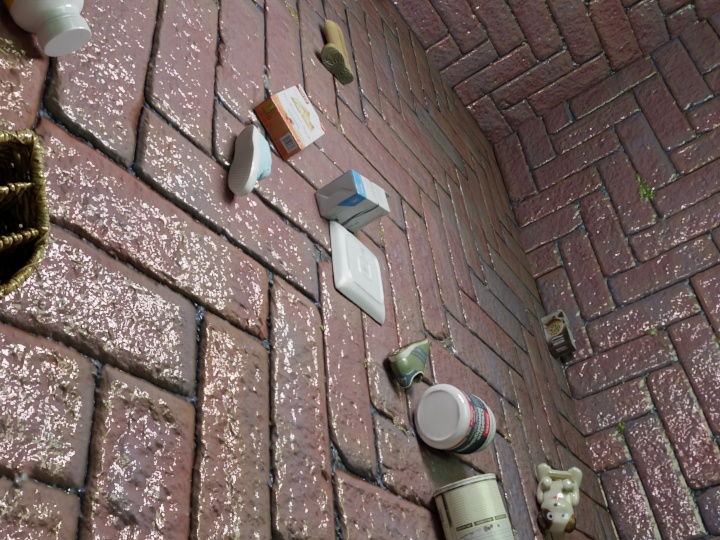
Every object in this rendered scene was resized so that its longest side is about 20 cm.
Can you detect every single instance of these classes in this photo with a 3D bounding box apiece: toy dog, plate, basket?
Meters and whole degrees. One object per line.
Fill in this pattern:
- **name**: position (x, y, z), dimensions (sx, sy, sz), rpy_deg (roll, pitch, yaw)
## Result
- **toy dog**: position (0.589, 0.706, 1.990), dimensions (0.200, 0.136, 0.200), rpy_deg (-33, 132, -68)
- **plate**: position (0.000, 0.000, 1.563), dimensions (0.199, 0.032, 0.204), rpy_deg (40, 33, -43)
- **basket**: position (-0.392, -0.032, 0.632), dimensions (0.145, 0.147, 0.200), rpy_deg (61, 23, -4)

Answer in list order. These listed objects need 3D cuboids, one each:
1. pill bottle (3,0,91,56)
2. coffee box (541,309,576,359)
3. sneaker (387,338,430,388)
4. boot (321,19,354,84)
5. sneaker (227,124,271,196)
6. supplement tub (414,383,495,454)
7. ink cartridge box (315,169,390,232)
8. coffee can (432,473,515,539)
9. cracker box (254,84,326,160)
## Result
- **pill bottle**: position (-0.461, -0.413, 0.926), dimensions (0.204, 0.103, 0.104), rpy_deg (62, 24, -3)
- **coffee box**: position (0.936, 0.301, 3.115), dimensions (0.080, 0.111, 0.203), rpy_deg (45, 29, -34)
- **sneaker**: position (0.123, 0.222, 1.564), dimensions (0.199, 0.066, 0.092), rpy_deg (-9, 81, -65)
- **boot**: position (-0.088, -0.704, 2.057), dimensions (0.175, 0.065, 0.205), rpy_deg (48, 27, -59)
- **sneaker**: position (-0.204, -0.204, 1.291), dimensions (0.082, 0.073, 0.203), rpy_deg (41, 33, -34)
- **supplement tub**: position (0.225, 0.353, 1.544), dimensions (0.199, 0.138, 0.144), rpy_deg (30, 40, -51)
- **ink cartridge box**: position (-0.007, -0.160, 1.604), dimensions (0.199, 0.114, 0.069), rpy_deg (21, 47, -56)
- **coffee can**: position (0.247, 0.550, 1.381), dimensions (0.145, 0.144, 0.205), rpy_deg (25, 44, -54)
- **cracker box**: position (-0.160, -0.353, 1.552), dimensions (0.136, 0.057, 0.201), rpy_deg (59, 23, -13)
